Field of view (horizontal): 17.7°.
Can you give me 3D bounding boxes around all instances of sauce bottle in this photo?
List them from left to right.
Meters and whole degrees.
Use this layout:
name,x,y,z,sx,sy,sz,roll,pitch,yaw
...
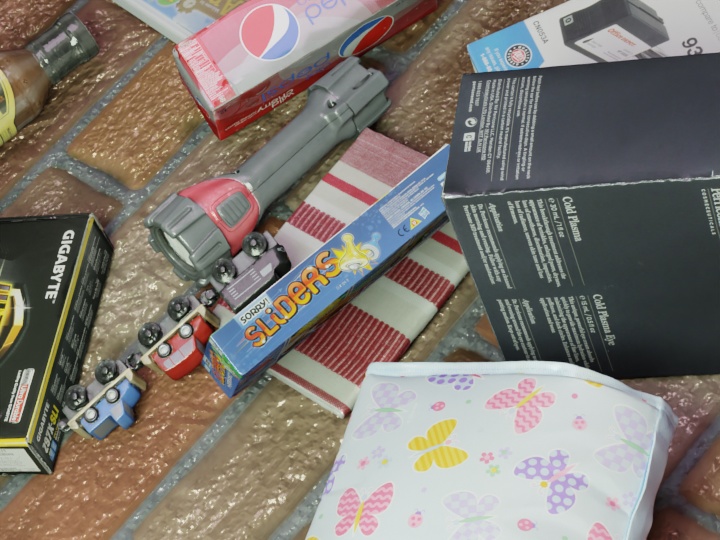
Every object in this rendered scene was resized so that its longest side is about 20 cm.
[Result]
name,x,y,z,sx,sy,sz,roll,pitch,yaw
sauce bottle,-0.293,-0.128,1.798,0.200,0.065,0.065,-40,50,-13

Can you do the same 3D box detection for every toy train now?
name,x,y,z,sx,sy,sz,roll,pitch,yaw
toy train,-0.127,0.051,1.596,0.200,0.034,0.046,-41,69,0

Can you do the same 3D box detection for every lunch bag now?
name,x,y,z,sx,sy,sz,roll,pitch,yaw
lunch bag,0.083,0.152,1.396,0.199,0.127,0.170,-4,49,30

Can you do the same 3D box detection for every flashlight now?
name,x,y,z,sx,sy,sz,roll,pitch,yaw
flashlight,-0.066,-0.074,1.675,0.068,0.068,0.200,35,66,27

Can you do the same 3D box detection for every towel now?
name,x,y,z,sx,sy,sz,roll,pitch,yaw
towel,0.000,0.000,1.616,0.144,0.023,0.200,28,68,33

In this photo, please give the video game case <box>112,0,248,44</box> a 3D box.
name,x,y,z,sx,sy,sz,roll,pitch,yaw
video game case,-0.096,-0.252,1.852,0.182,0.022,0.200,-43,51,-15

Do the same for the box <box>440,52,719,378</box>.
name,x,y,z,sx,sy,sz,roll,pitch,yaw
box,0.166,-0.029,1.458,0.181,0.201,0.105,-2,51,18

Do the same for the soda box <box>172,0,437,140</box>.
name,x,y,z,sx,sy,sz,roll,pitch,yaw
soda box,-0.041,-0.182,1.732,0.199,0.070,0.064,-31,76,-7

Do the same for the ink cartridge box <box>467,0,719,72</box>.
name,x,y,z,sx,sy,sz,roll,pitch,yaw
ink cartridge box,0.194,-0.125,1.601,0.199,0.084,0.146,-23,48,1

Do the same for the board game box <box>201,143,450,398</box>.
name,x,y,z,sx,sy,sz,roll,pitch,yaw
board game box,-0.016,0.003,1.524,0.200,0.135,0.035,-39,86,-11

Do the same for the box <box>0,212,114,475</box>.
name,x,y,z,sx,sy,sz,roll,pitch,yaw
box,-0.277,0.053,1.659,0.158,0.049,0.201,-3,52,21
